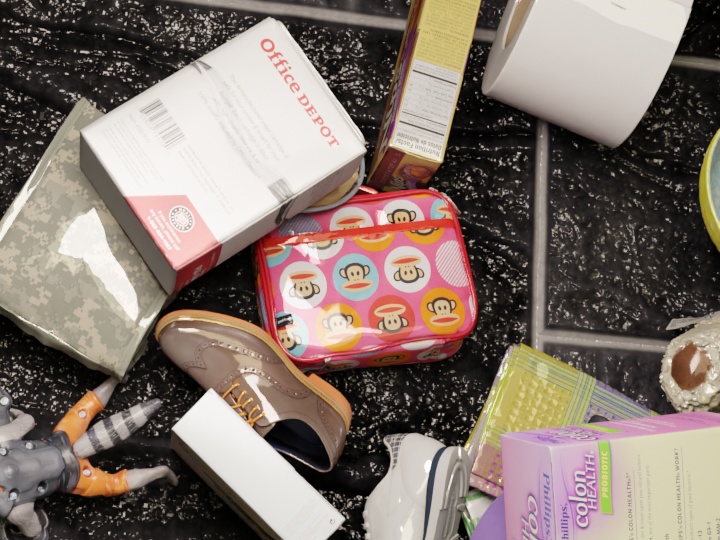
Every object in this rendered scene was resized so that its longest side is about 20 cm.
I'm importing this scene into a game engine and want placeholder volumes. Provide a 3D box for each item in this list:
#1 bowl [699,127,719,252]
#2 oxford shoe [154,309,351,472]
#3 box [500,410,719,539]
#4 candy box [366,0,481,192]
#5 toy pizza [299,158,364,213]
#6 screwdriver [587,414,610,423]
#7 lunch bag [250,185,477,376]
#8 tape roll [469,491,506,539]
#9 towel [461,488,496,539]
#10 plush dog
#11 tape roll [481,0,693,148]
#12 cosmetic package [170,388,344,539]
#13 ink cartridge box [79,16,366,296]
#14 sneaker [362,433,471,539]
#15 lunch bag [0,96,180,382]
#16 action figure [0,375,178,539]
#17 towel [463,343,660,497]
[{"bbox_3d":[0.409,-0.064,1.658,0.198,0.108,0.202,3,75,-11],"label":"bowl"},{"bbox_3d":[-0.093,0.104,1.485,0.199,0.071,0.073,31,34,-15],"label":"oxford shoe"},{"bbox_3d":[0.226,0.216,1.403,0.198,0.097,0.178,-5,93,-21],"label":"box"},{"bbox_3d":[0.062,-0.181,1.614,0.056,0.117,0.202,17,73,-6],"label":"candy box"},{"bbox_3d":[-0.084,-0.131,1.562,0.199,0.032,0.201,18,39,-15],"label":"toy pizza"},{"bbox_3d":[0.177,0.219,1.531,0.028,0.029,0.201,30,71,-5],"label":"screwdriver"},{"bbox_3d":[0.000,0.000,1.576,0.198,0.082,0.178,-7,72,-13],"label":"lunch bag"},{"bbox_3d":[0.193,0.276,1.487,0.198,0.085,0.202,-1,92,-20],"label":"tape roll"},{"bbox_3d":[0.187,0.275,1.567,0.151,0.023,0.201,-19,80,-17],"label":"towel"},{"bbox_3d":[0.380,0.120,1.606,0.198,0.160,0.173,-15,96,1],"label":"plush dog"},{"bbox_3d":[0.215,-0.234,1.616,0.138,0.203,0.204,22,72,-6],"label":"tape roll"},{"bbox_3d":[-0.091,0.177,1.442,0.052,0.200,0.151,-43,87,-12],"label":"cosmetic package"},{"bbox_3d":[-0.117,-0.097,1.451,0.199,0.083,0.147,-33,81,-18],"label":"ink cartridge box"},{"bbox_3d":[0.038,0.247,1.526,0.080,0.076,0.202,12,81,25],"label":"sneaker"},{"bbox_3d":[-0.233,-0.017,1.508,0.163,0.118,0.201,31,66,-3],"label":"lunch bag"},{"bbox_3d":[-0.276,0.139,1.469,0.192,0.105,0.201,-21,83,-26],"label":"action figure"},{"bbox_3d":[0.197,0.167,1.575,0.199,0.023,0.145,25,71,-7],"label":"towel"}]
